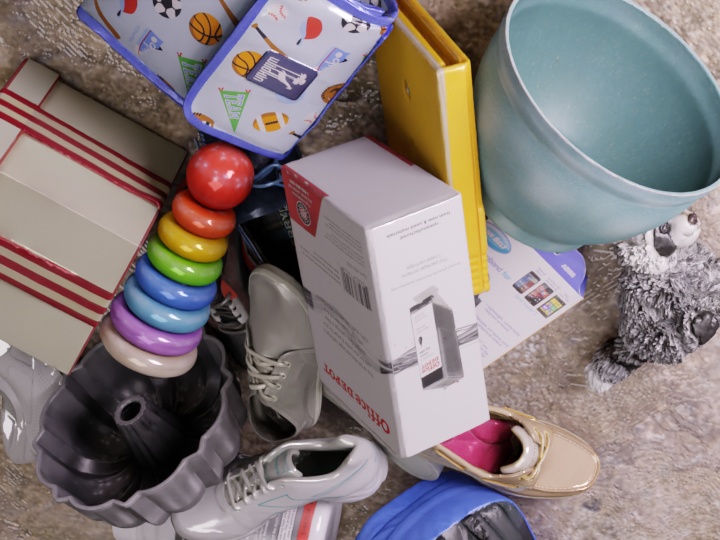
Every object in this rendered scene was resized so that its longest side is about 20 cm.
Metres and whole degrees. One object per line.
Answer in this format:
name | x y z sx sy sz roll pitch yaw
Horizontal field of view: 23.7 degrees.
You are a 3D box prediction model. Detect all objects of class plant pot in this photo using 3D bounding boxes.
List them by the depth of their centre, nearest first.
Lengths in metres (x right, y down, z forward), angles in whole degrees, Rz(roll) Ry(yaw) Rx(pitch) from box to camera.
plant pot | 0.159 -0.098 1.282 0.200 0.201 0.134 33 134 -8

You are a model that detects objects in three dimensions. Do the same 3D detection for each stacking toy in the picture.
stacking toy | -0.140 -0.013 1.391 0.085 0.085 0.200 25 116 -3

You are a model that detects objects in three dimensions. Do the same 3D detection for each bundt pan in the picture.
bundt pan | -0.187 0.145 1.525 0.201 0.202 0.076 -13 136 22

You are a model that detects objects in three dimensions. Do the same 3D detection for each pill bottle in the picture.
pill bottle | -0.124 0.227 1.607 0.199 0.116 0.116 11 125 7

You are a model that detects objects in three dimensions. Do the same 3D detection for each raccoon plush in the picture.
raccoon plush | 0.213 0.016 1.402 0.134 0.097 0.200 45 123 -6

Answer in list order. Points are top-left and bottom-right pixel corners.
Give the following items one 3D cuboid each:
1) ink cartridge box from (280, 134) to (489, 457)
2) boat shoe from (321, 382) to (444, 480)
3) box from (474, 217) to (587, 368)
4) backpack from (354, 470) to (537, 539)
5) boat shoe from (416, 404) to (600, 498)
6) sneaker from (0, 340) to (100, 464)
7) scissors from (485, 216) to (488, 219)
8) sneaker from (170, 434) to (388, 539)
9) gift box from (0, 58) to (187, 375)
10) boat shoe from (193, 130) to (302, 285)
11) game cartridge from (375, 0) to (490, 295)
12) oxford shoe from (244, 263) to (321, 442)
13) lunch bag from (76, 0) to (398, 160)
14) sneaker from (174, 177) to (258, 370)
ink cartridge box | 0.019 0.018 1.310 0.083 0.147 0.201 -21 121 -21
boat shoe | 0.010 0.099 1.523 0.202 0.060 0.072 46 153 -13
box | 0.097 0.015 1.459 0.119 0.042 0.200 44 120 -14
backpack | 0.076 0.287 1.556 0.168 0.162 0.200 22 143 51
boat shoe | 0.127 0.157 1.491 0.199 0.069 0.074 16 85 -20
sneaker | -0.293 0.094 1.599 0.099 0.078 0.201 -2 130 6
scissors | 0.091 -0.050 1.388 0.073 0.014 0.200 39 102 -6
sneaker | -0.079 0.183 1.512 0.200 0.071 0.080 -20 156 6
gift box | -0.281 -0.037 1.436 0.186 0.185 0.200 30 119 -8
boat shoe | -0.076 -0.063 1.434 0.084 0.069 0.200 -23 114 26
game cartridge | 0.054 -0.099 1.320 0.032 0.176 0.201 -16 122 -9
oxford shoe | -0.070 0.078 1.470 0.075 0.058 0.200 29 142 27
lunch bag | -0.089 -0.201 1.301 0.200 0.124 0.170 42 127 -1
sneaker | -0.124 0.018 1.491 0.077 0.082 0.201 -11 119 21
